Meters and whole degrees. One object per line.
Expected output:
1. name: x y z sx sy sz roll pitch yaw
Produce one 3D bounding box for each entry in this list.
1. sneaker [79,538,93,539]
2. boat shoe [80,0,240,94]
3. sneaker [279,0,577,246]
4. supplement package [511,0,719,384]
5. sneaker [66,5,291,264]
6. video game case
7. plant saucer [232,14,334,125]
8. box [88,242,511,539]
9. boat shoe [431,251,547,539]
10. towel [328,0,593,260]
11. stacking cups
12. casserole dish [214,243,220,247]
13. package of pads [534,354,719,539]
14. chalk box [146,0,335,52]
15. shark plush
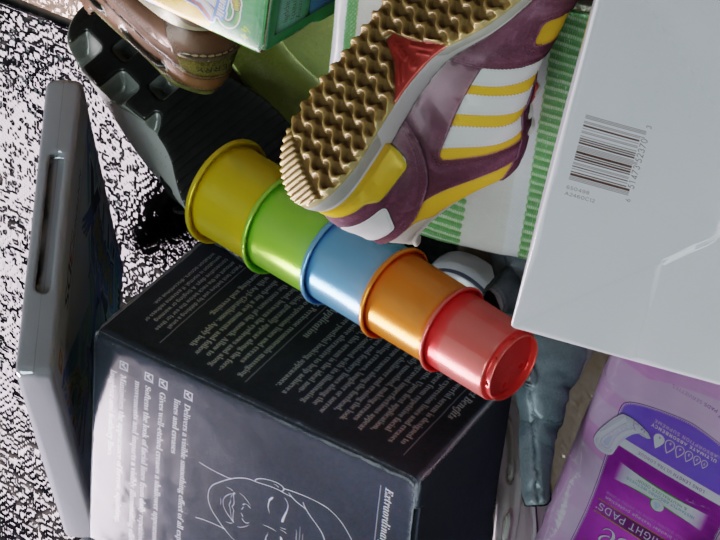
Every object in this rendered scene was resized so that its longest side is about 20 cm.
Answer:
1. sneaker: -0.143 0.241 1.610 0.200 0.081 0.147 0 119 43
2. boat shoe: -0.134 -0.168 1.352 0.200 0.072 0.068 49 144 38
3. sneaker: 0.054 -0.094 1.135 0.200 0.090 0.075 -45 46 22
4. supplement package: 0.167 -0.062 1.089 0.155 0.111 0.200 16 127 5
5. sneaker: -0.083 -0.068 1.387 0.200 0.074 0.089 52 172 27
6. video game case: -0.160 0.025 1.392 0.022 0.183 0.200 1 149 2
7. plant saucer: -0.003 -0.157 1.312 0.200 0.031 0.200 18 124 28
8. box: -0.035 0.101 1.332 0.200 0.107 0.149 24 130 21
9. boat shoe: 0.059 0.090 1.380 0.072 0.066 0.200 12 121 33
10. towel: 0.081 -0.072 1.191 0.200 0.023 0.153 12 124 8
11. stacking cups: 0.000 0.000 1.243 0.200 0.060 0.061 31 130 34
12. casserole dish: -0.040 0.024 1.439 0.121 0.039 0.200 29 130 23
13. package of pads: 0.172 0.097 1.290 0.120 0.076 0.200 33 131 19
14. chalk box: -0.051 -0.197 1.220 0.200 0.124 0.125 26 129 24
15. shark plush: 0.077 0.017 1.272 0.091 0.083 0.200 9 92 40
